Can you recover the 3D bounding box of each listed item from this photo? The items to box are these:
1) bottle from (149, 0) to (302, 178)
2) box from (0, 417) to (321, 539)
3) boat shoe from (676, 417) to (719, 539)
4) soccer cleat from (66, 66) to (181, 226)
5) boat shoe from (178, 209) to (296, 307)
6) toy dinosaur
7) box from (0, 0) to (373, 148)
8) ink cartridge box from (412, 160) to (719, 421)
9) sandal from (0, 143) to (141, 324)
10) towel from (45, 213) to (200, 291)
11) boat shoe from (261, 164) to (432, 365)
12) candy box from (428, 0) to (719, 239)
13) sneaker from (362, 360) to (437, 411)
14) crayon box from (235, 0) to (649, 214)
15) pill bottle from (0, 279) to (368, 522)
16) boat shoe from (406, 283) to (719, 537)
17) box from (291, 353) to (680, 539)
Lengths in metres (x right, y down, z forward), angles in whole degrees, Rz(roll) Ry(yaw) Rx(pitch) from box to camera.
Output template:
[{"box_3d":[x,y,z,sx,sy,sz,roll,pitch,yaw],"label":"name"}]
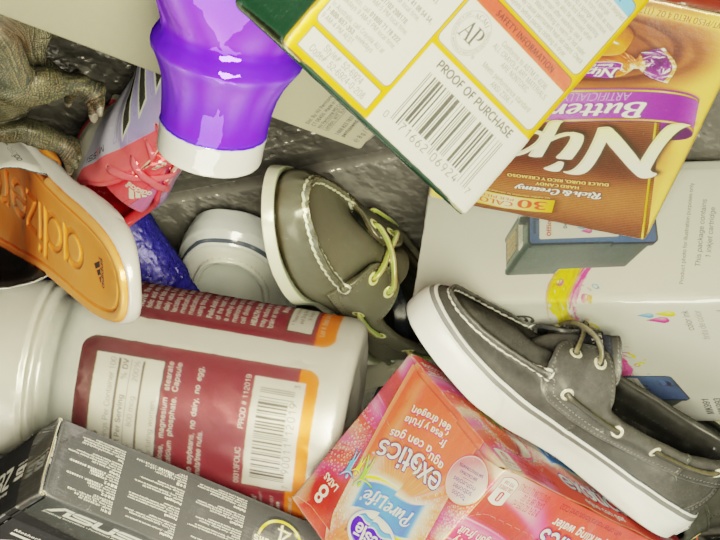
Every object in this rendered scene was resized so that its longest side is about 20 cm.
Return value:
[{"box_3d":[-0.046,-0.136,0.926,0.083,0.065,0.201,4,120,-14],"label":"bottle"},{"box_3d":[-0.109,0.153,1.206,0.199,0.049,0.161,25,148,-23],"label":"box"},{"box_3d":[0.161,0.101,1.308,0.201,0.063,0.074,29,141,66],"label":"boat shoe"},{"box_3d":[-0.099,-0.073,1.142,0.066,0.077,0.200,19,152,-20],"label":"soccer cleat"},{"box_3d":[-0.073,0.039,1.348,0.073,0.067,0.200,7,151,6],"label":"boat shoe"},{"box_3d":[-0.177,-0.103,1.116,0.101,0.078,0.200,11,157,-22],"label":"toy dinosaur"},{"box_3d":[-0.068,-0.133,1.021,0.198,0.083,0.068,19,151,-18],"label":"box"},{"box_3d":[0.142,0.014,1.213,0.198,0.088,0.146,1,151,20],"label":"ink cartridge box"},{"box_3d":[-0.181,-0.026,1.174,0.059,0.080,0.206,-13,-155,-30],"label":"sandal"},{"box_3d":[-0.137,0.061,1.304,0.147,0.050,0.201,-30,101,31],"label":"towel"},{"box_3d":[0.000,-0.003,1.247,0.060,0.073,0.202,-1,156,20],"label":"boat shoe"},{"box_3d":[0.105,-0.093,1.063,0.116,0.057,0.200,11,153,-2],"label":"candy box"},{"box_3d":[-0.021,0.113,1.371,0.198,0.085,0.075,-18,160,-4],"label":"sneaker"},{"box_3d":[0.061,-0.139,0.907,0.126,0.200,0.052,40,-178,-39],"label":"crayon box"},{"box_3d":[-0.101,0.066,1.214,0.198,0.115,0.114,10,152,5],"label":"pill bottle"},{"box_3d":[0.113,0.060,1.149,0.200,0.070,0.066,39,110,-17],"label":"boat shoe"},{"box_3d":[0.074,0.136,1.178,0.103,0.095,0.199,-50,138,11],"label":"box"}]
